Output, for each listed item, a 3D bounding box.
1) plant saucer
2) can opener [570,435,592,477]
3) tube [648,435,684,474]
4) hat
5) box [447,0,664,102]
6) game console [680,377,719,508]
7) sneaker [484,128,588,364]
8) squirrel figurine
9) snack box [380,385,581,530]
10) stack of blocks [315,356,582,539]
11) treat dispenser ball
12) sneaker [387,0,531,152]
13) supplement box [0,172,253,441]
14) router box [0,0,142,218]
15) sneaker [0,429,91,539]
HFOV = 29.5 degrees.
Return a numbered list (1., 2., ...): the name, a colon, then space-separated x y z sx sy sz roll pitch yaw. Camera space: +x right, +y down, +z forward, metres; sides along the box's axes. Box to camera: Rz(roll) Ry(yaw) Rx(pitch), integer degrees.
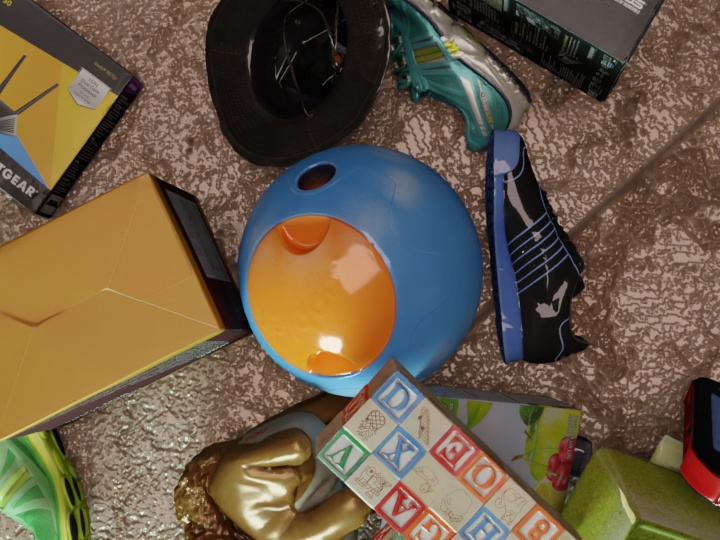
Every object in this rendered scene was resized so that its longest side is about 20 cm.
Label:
1. plant saucer: 0.228 0.261 1.088 0.198 0.048 0.201 21 104 -25
2. can opener: 0.173 0.172 1.158 0.198 0.053 0.068 14 88 6
3. tube: 0.227 0.228 1.126 0.052 0.058 0.201 39 110 27
4. hat: -0.038 -0.182 1.165 0.199 0.081 0.203 0 90 36
5. box: 0.157 -0.226 1.103 0.163 0.200 0.087 31 92 6
6. game console: 0.334 0.162 1.077 0.176 0.200 0.031 28 111 6
7. sneaker: 0.149 -0.022 1.161 0.077 0.070 0.203 -5 98 -1
8. squirrel figurine: -0.059 0.225 1.152 0.198 0.142 0.188 -22 96 17
9. snack box: 0.089 0.198 1.091 0.141 0.053 0.202 7 96 -24
10. stack of blocks: 0.057 0.176 1.010 0.200 0.059 0.115 44 93 -6
11. treat dispenser ball: 0.000 0.000 1.106 0.198 0.201 0.204 0 87 4
12. sneaker: 0.056 -0.187 1.176 0.200 0.077 0.080 45 100 5
13. supplement box: -0.210 0.032 1.121 0.196 0.200 0.134 -26 86 3
14. router box: -0.316 -0.165 1.212 0.199 0.051 0.150 36 89 5
15. sneaker: -0.293 0.184 1.188 0.083 0.074 0.202 -26 77 1
